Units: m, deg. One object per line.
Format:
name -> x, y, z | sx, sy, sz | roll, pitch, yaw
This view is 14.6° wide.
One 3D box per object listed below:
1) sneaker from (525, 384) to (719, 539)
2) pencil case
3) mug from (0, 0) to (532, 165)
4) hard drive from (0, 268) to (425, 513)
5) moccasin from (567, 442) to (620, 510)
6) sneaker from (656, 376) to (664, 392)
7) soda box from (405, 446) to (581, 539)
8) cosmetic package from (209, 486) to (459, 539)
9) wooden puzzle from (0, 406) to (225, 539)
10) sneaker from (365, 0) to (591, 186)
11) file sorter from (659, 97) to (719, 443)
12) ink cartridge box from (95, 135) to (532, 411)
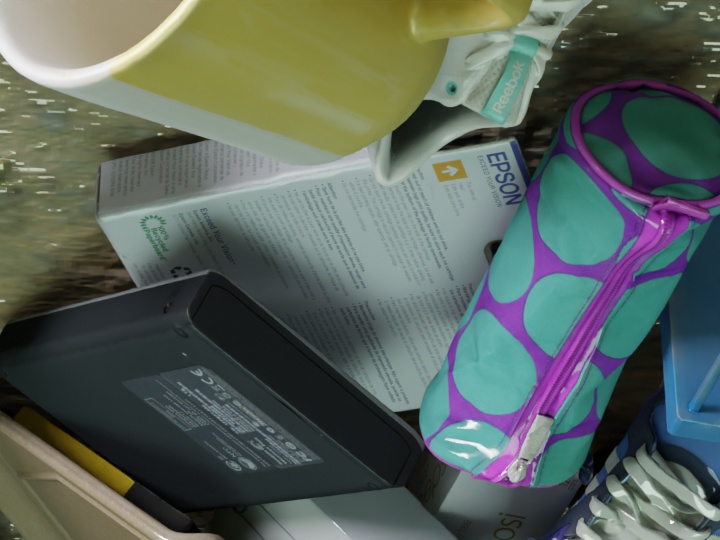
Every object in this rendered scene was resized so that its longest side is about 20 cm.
sneaker -> 0.124, 0.139, 1.353 | 0.081, 0.146, 0.200 | 42, 141, 6
pencil case -> 0.097, 0.011, 1.248 | 0.085, 0.093, 0.200 | 12, 131, -14
mug -> -0.035, -0.105, 1.096 | 0.153, 0.187, 0.150 | 28, 103, -43
hard drive -> -0.079, 0.063, 1.355 | 0.139, 0.033, 0.200 | 40, 153, -23
moccasin -> 0.163, 0.162, 1.528 | 0.078, 0.074, 0.201 | -6, 147, 27
sneaker -> 0.249, 0.071, 1.390 | 0.199, 0.078, 0.086 | 9, 138, -3
soda box -> 0.059, 0.125, 1.483 | 0.063, 0.068, 0.200 | 11, 143, -10
cosmetic package -> -0.015, 0.177, 1.493 | 0.052, 0.151, 0.200 | -31, 154, -32
wooden puzzle -> -0.120, 0.139, 1.473 | 0.200, 0.037, 0.185 | 26, 159, 32
sneaker -> 0.064, -0.104, 1.153 | 0.075, 0.089, 0.200 | 21, 139, -23
file sorter -> 0.246, 0.000, 1.247 | 0.199, 0.139, 0.123 | 10, 140, -11
ink cartridge box -> 0.000, 0.000, 1.339 | 0.199, 0.043, 0.197 | -11, 142, 11
